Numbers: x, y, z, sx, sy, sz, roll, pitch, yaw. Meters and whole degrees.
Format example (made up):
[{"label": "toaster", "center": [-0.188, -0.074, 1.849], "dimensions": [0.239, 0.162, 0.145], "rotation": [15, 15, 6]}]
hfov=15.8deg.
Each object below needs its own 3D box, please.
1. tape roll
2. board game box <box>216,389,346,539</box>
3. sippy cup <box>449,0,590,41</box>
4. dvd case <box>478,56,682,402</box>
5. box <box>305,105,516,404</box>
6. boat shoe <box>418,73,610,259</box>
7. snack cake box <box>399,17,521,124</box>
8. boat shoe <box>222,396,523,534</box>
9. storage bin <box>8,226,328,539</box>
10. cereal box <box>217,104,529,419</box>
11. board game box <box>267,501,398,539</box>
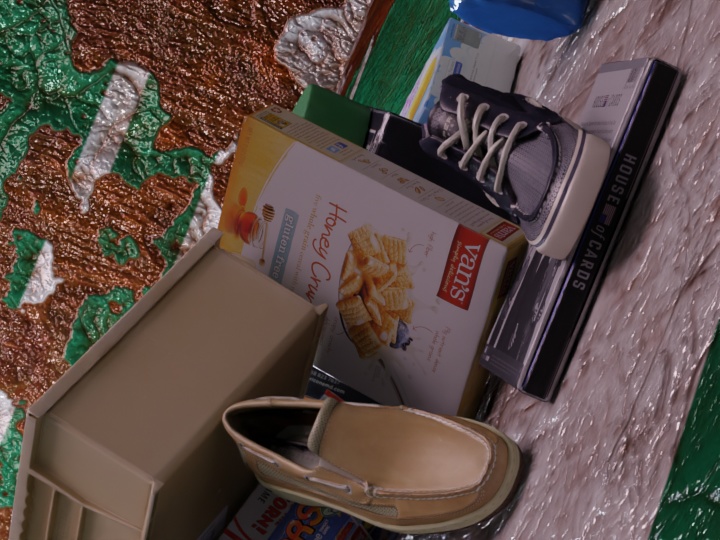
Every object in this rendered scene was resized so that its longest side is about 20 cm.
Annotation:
[{"label": "tape roll", "center": [-0.052, -0.030, 1.808], "dimensions": [0.200, 0.048, 0.201], "rotation": [-158, 90, -84]}, {"label": "board game box", "center": [-0.044, 0.177, 1.747], "dimensions": [0.152, 0.046, 0.200], "rotation": [-53, -13, -13]}, {"label": "sippy cup", "center": [0.121, -0.239, 1.860], "dimensions": [0.178, 0.139, 0.131], "rotation": [44, -126, -70]}, {"label": "dvd case", "center": [0.126, -0.027, 1.508], "dimensions": [0.150, 0.025, 0.201], "rotation": [-146, 79, -84]}, {"label": "box", "center": [0.026, -0.001, 1.809], "dimensions": [0.200, 0.123, 0.199], "rotation": [-132, 63, -83]}, {"label": "boat shoe", "center": [0.081, -0.063, 1.470], "dimensions": [0.200, 0.092, 0.075], "rotation": [-108, 41, -81]}, {"label": "snack cake box", "center": [0.058, -0.094, 2.122], "dimensions": [0.200, 0.067, 0.115], "rotation": [118, 170, -46]}, {"label": "boat shoe", "center": [-0.001, 0.104, 1.481], "dimensions": [0.200, 0.076, 0.072], "rotation": [-2, 58, 41]}, {"label": "storage bin", "center": [-0.124, 0.116, 1.629], "dimensions": [0.200, 0.094, 0.199], "rotation": [-48, -18, -42]}, {"label": "cereal box", "center": [0.000, 0.000, 1.639], "dimensions": [0.039, 0.200, 0.144], "rotation": [-28, -40, -53]}, {"label": "board game box", "center": [-0.029, 0.188, 1.638], "dimensions": [0.136, 0.034, 0.200], "rotation": [-54, -13, -8]}]
